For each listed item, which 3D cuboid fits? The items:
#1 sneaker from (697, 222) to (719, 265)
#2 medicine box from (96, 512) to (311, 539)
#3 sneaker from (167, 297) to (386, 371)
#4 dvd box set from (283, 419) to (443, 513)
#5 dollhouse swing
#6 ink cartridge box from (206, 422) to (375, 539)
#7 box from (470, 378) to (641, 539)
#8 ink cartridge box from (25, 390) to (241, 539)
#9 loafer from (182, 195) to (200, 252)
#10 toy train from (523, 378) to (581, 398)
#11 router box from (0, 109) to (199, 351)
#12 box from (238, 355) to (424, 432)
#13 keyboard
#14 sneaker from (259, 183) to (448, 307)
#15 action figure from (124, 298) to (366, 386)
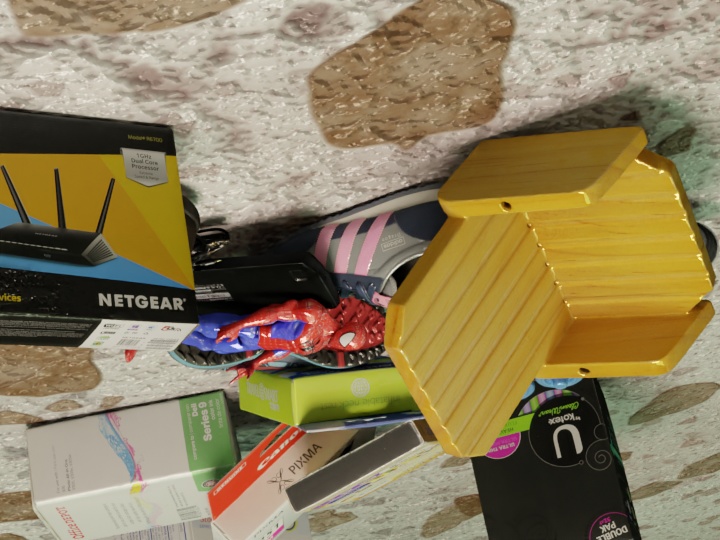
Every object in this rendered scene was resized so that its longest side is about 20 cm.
[{"bbox_3d":[0.218,-0.031,1.322,0.199,0.076,0.114,0,156,-18],"label":"sneaker"},{"bbox_3d":[-0.187,0.324,1.896,0.182,0.103,0.200,12,148,-41],"label":"medicine box"},{"bbox_3d":[-0.074,0.048,1.399,0.199,0.080,0.096,2,171,-18],"label":"sneaker"},{"bbox_3d":[0.022,0.188,1.608,0.146,0.029,0.200,-30,168,14],"label":"dvd box set"},{"bbox_3d":[0.144,0.031,1.202,0.181,0.176,0.200,-3,134,29],"label":"dollhouse swing"},{"bbox_3d":[-0.064,0.193,1.610,0.200,0.044,0.174,-43,164,-19],"label":"ink cartridge box"},{"bbox_3d":[0.201,0.218,1.711,0.148,0.200,0.124,-16,156,11],"label":"box"},{"bbox_3d":[-0.219,0.198,1.624,0.199,0.088,0.145,-12,156,-3],"label":"ink cartridge box"},{"bbox_3d":[-0.211,0.004,1.202,0.200,0.071,0.073,-24,135,17],"label":"loafer"},{"bbox_3d":[0.118,0.074,1.509,0.200,0.087,0.114,-23,145,29],"label":"toy train"},{"bbox_3d":[-0.212,-0.027,1.054,0.200,0.150,0.051,3,153,-31],"label":"router box"},{"bbox_3d":[-0.026,0.105,1.445,0.122,0.048,0.200,-6,-177,-20],"label":"box"},{"bbox_3d":[-0.121,-0.002,1.279,0.199,0.040,0.104,-5,148,15],"label":"keyboard"},{"bbox_3d":[0.000,0.000,1.288,0.200,0.082,0.070,-22,155,23],"label":"sneaker"},{"bbox_3d":[-0.093,0.051,1.284,0.199,0.052,0.065,-3,144,11],"label":"action figure"}]
